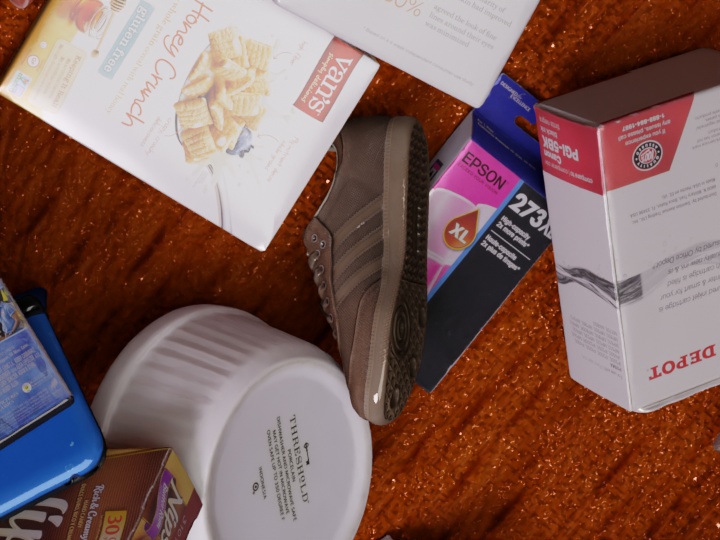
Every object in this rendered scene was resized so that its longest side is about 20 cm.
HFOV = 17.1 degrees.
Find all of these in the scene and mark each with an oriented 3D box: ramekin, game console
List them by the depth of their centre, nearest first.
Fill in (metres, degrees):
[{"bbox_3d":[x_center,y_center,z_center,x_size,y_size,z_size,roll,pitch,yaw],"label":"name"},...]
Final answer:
[{"bbox_3d":[-0.261,0.103,1.462,0.199,0.118,0.171,-27,68,-3],"label":"game console"},{"bbox_3d":[-0.077,0.126,1.519,0.202,0.094,0.204,-12,106,-47],"label":"ramekin"}]

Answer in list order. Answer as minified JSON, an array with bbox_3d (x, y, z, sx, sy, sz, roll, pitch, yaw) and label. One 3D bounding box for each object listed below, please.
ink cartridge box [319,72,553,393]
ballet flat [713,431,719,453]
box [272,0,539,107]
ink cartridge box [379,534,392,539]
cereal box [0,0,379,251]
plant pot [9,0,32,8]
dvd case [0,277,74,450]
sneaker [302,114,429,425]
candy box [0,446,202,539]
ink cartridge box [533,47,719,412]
[{"bbox_3d":[0.070,-0.024,1.590,0.095,0.037,0.200,36,95,-22],"label":"ink cartridge box"},{"bbox_3d":[0.327,0.065,1.674,0.199,0.068,0.068,-23,93,-11],"label":"ballet flat"},{"bbox_3d":[0.047,-0.230,1.473,0.152,0.106,0.201,26,101,-20],"label":"box"},{"bbox_3d":[0.007,0.269,1.655,0.199,0.068,0.116,-33,114,-1],"label":"ink cartridge box"},{"bbox_3d":[-0.107,-0.123,1.500,0.199,0.040,0.144,30,98,-14],"label":"cereal box"},{"bbox_3d":[-0.144,-0.280,1.375,0.194,0.201,0.202,-23,113,-14],"label":"plant pot"},{"bbox_3d":[-0.278,0.031,1.398,0.142,0.018,0.201,-32,80,-5],"label":"dvd case"},{"bbox_3d":[0.000,0.000,1.533,0.075,0.070,0.201,0,75,20],"label":"sneaker"},{"bbox_3d":[-0.205,0.165,1.416,0.199,0.117,0.057,-3,131,25],"label":"candy box"},{"bbox_3d":[0.204,-0.028,1.576,0.146,0.083,0.201,-19,113,-25],"label":"ink cartridge box"}]
